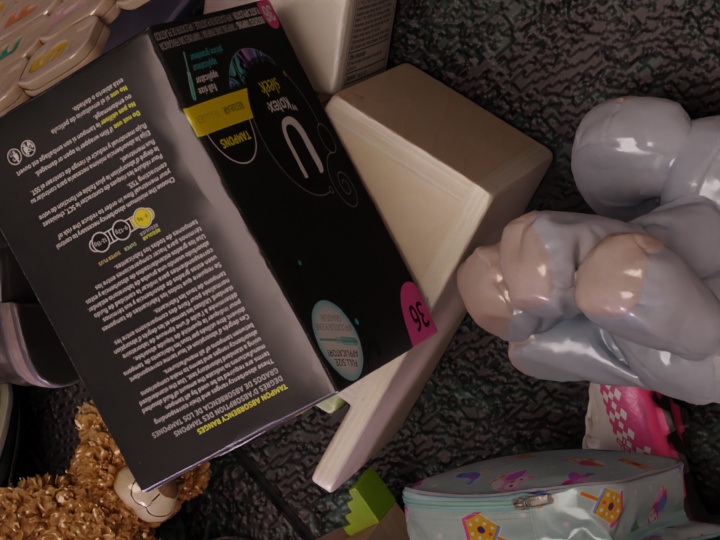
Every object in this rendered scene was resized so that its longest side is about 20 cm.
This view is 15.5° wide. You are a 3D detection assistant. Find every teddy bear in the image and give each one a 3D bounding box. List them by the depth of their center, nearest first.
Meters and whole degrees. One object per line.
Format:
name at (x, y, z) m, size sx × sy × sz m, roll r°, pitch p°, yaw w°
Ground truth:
teddy bear at (-0.162, 0.169, 1.513) m, size 0.200 × 0.067 × 0.145 m, roll -38°, pitch 97°, yaw -7°

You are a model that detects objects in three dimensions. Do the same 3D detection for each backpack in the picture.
backpack at (0.087, 0.174, 1.400) m, size 0.200 × 0.176 × 0.153 m, roll -16°, pitch 87°, yaw 25°

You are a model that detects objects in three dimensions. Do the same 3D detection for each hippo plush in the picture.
hippo plush at (0.163, -0.024, 1.377) m, size 0.200 × 0.159 × 0.161 m, roll 14°, pitch 70°, yaw 20°

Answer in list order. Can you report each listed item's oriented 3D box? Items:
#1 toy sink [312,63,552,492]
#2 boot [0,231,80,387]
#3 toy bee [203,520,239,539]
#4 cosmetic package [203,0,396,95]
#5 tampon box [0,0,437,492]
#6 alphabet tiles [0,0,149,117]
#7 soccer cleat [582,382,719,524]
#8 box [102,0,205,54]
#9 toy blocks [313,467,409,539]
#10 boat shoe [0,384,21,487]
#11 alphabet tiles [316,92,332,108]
toy sink at (0.000, 0.000, 1.470) m, size 0.112 × 0.130 × 0.200 m, roll 32°, pitch 111°, yaw 10°
boot at (-0.232, -0.008, 1.537) m, size 0.174 × 0.069 × 0.200 m, roll -9°, pitch 85°, yaw 49°
toy bee at (-0.185, 0.203, 1.599) m, size 0.200 × 0.109 × 0.131 m, roll -53°, pitch 40°, yaw 6°
cosmetic package at (-0.023, -0.206, 1.451) m, size 0.087 × 0.103 × 0.200 m, roll 13°, pitch 103°, yaw 15°
tampon box at (-0.078, -0.016, 1.344) m, size 0.126 × 0.150 × 0.200 m, roll -28°, pitch 90°, yaw 24°
alphabet tiles at (-0.154, -0.147, 1.405) m, size 0.196 × 0.200 × 0.015 m, roll -27°, pitch 118°, yaw 30°
soccer cleat at (0.148, 0.115, 1.481) m, size 0.086 × 0.070 × 0.200 m, roll -18°, pitch 96°, yaw 18°
box at (-0.185, -0.162, 1.545) m, size 0.158 × 0.051 × 0.200 m, roll 45°, pitch 112°, yaw 7°
toy blocks at (0.003, 0.231, 1.555) m, size 0.137 × 0.100 × 0.200 m, roll -28°, pitch 101°, yaw 35°
boat shoe at (-0.240, 0.158, 1.602) m, size 0.074 × 0.066 × 0.199 m, roll 5°, pitch 76°, yaw 37°
alphabet tiles at (-0.089, -0.046, 1.564) m, size 0.200 × 0.008 × 0.167 m, roll -26°, pitch 93°, yaw 22°
